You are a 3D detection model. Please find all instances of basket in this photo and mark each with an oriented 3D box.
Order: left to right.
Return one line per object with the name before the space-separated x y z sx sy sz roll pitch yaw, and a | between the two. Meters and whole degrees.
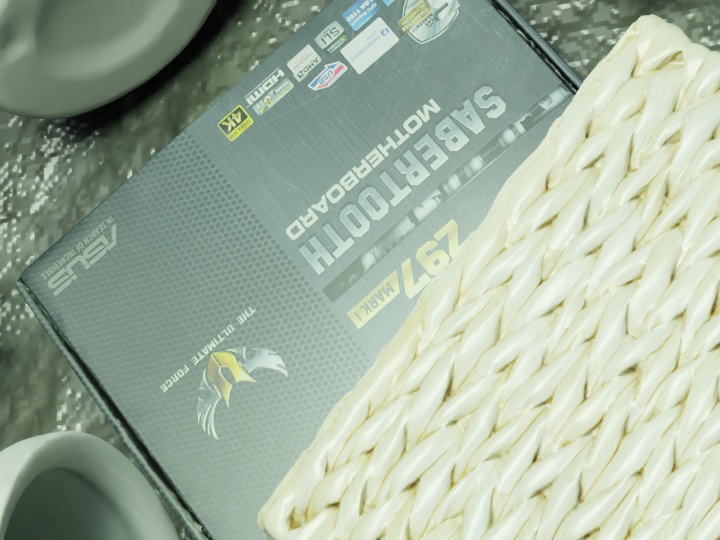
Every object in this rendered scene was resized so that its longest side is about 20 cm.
basket | 0.109 0.070 0.722 0.160 0.198 0.201 34 86 32

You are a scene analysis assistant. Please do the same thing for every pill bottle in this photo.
pill bottle | -0.146 -0.161 0.941 0.113 0.113 0.200 -41 62 2

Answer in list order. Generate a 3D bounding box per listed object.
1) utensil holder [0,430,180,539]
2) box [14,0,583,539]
utensil holder | -0.165 0.155 0.813 0.198 0.170 0.171 -13 67 19
box | 0.000 0.000 0.869 0.200 0.051 0.158 -41 63 3
